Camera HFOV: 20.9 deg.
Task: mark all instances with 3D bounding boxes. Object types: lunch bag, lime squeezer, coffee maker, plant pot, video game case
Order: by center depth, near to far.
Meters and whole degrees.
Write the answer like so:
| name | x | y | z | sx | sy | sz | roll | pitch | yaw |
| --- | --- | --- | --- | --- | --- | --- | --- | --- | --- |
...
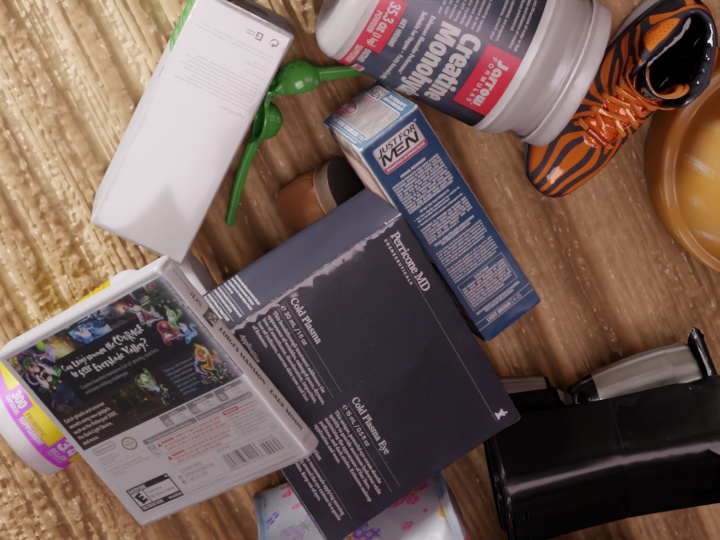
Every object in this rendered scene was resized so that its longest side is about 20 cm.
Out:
| name | x | y | z | sx | sy | sz | roll | pitch | yaw |
| --- | --- | --- | --- | --- | --- | --- | --- | --- | --- |
| video game case | -0.154 | 0.095 | 1.461 | 0.199 | 0.023 | 0.182 | -26 | 109 | 40 |
| plant pot | 0.343 | -0.073 | 1.544 | 0.199 | 0.183 | 0.201 | -1 | 105 | -5 |
| lime squeezer | -0.057 | -0.126 | 1.575 | 0.200 | 0.038 | 0.071 | -43 | 136 | 6 |
| lunch bag | 0.007 | 0.236 | 1.588 | 0.169 | 0.200 | 0.128 | -22 | 106 | 0 |
| coffee maker | 0.204 | 0.153 | 1.590 | 0.199 | 0.192 | 0.135 | -14 | 123 | 0 |

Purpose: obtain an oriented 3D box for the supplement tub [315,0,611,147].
| name | x | y | z | sx | sy | sz | roll | pitch | yaw |
| --- | --- | --- | --- | --- | --- | --- | --- | --- | --- |
| supplement tub | 0.079 | -0.193 | 1.509 | 0.199 | 0.140 | 0.141 | 25 | 102 | -11 |

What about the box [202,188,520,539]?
| name | x | y | z | sx | sy | sz | roll | pitch | yaw |
| --- | --- | --- | --- | --- | --- | --- | --- | --- | --- |
| box | -0.008 | 0.074 | 1.515 | 0.182 | 0.104 | 0.201 | -32 | 110 | -5 |

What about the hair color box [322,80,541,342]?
| name | x | y | z | sx | sy | sz | roll | pitch | yaw |
| --- | --- | --- | --- | --- | --- | --- | --- | --- | --- |
| hair color box | 0.057 | -0.047 | 1.549 | 0.060 | 0.100 | 0.200 | -36 | 114 | -6 |

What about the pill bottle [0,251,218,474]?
| name | x | y | z | sx | sy | sz | roll | pitch | yaw |
| --- | --- | --- | --- | --- | --- | --- | --- | --- | --- |
| pill bottle | -0.201 | 0.069 | 1.572 | 0.200 | 0.104 | 0.104 | -35 | 106 | 4 |

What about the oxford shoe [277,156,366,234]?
| name | x | y | z | sx | sy | sz | roll | pitch | yaw |
| --- | --- | --- | --- | --- | --- | --- | --- | --- | --- |
| oxford shoe | 0.000 | 0.000 | 1.603 | 0.071 | 0.071 | 0.201 | -19 | 112 | 31 |

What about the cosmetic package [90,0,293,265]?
| name | x | y | z | sx | sy | sz | roll | pitch | yaw |
| --- | --- | --- | --- | --- | --- | --- | --- | --- | --- |
| cosmetic package | -0.132 | -0.119 | 1.526 | 0.084 | 0.108 | 0.201 | 26 | 100 | -12 |

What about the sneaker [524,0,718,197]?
| name | x | y | z | sx | sy | sz | roll | pitch | yaw |
| --- | --- | --- | --- | --- | --- | --- | --- | --- | --- |
| sneaker | 0.207 | -0.137 | 1.551 | 0.077 | 0.112 | 0.200 | 34 | 99 | -13 |
